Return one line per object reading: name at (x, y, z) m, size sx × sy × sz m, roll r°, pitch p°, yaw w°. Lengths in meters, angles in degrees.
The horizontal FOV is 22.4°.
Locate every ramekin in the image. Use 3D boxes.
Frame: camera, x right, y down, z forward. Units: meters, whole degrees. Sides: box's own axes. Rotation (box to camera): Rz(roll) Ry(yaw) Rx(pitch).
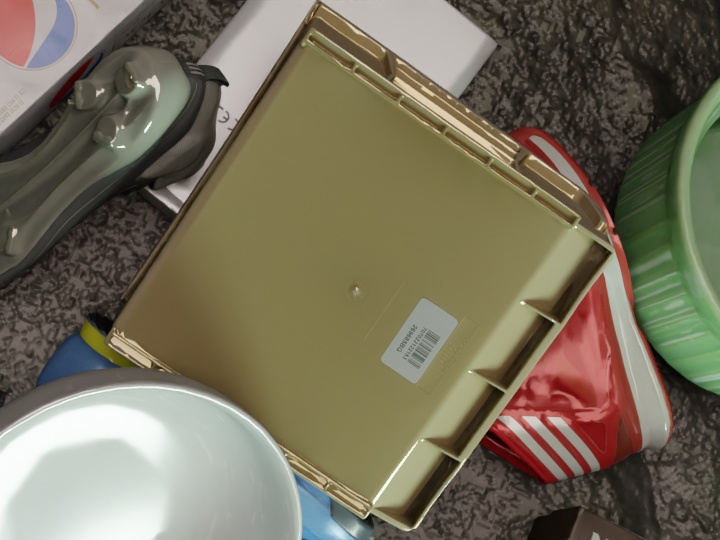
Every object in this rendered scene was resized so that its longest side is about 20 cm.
ramekin at (0.242, -0.019, 1.043) m, size 0.198 × 0.098 × 0.202 m, roll 6°, pitch 75°, yaw -22°

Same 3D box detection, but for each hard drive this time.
hard drive at (-0.030, -0.094, 1.053) m, size 0.132 × 0.027 × 0.200 m, roll 38°, pitch 77°, yaw -3°

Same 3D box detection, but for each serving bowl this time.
serving bowl at (-0.132, 0.133, 0.922) m, size 0.198 × 0.066 × 0.202 m, roll -9°, pitch 116°, yaw -20°

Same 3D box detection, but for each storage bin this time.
storage bin at (0.000, 0.000, 0.968) m, size 0.198 × 0.094 × 0.201 m, roll 34°, pitch 102°, yaw -5°

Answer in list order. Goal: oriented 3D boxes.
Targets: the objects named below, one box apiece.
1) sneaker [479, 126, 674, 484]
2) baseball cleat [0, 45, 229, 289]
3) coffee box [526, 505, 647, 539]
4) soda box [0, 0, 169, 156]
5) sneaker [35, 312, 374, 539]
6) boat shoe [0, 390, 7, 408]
sneaker at (0.093, 0.026, 1.034) m, size 0.115 × 0.078 × 0.201 m, roll -22°, pitch 85°, yaw -15°
baseball cleat at (-0.149, -0.044, 0.980) m, size 0.199 × 0.106 × 0.070 m, roll -34°, pitch 69°, yaw 28°
coffee box at (0.173, 0.227, 1.015) m, size 0.199 × 0.080 × 0.115 m, roll 29°, pitch 74°, yaw -6°
soda box at (-0.161, -0.150, 1.016) m, size 0.068 × 0.064 × 0.200 m, roll 45°, pitch 76°, yaw -2°
sneaker at (-0.088, 0.106, 0.996) m, size 0.199 × 0.066 × 0.079 m, roll 33°, pitch 92°, yaw -6°
boat shoe at (-0.215, 0.085, 0.968) m, size 0.066 × 0.070 × 0.201 m, roll -27°, pitch 88°, yaw -22°
